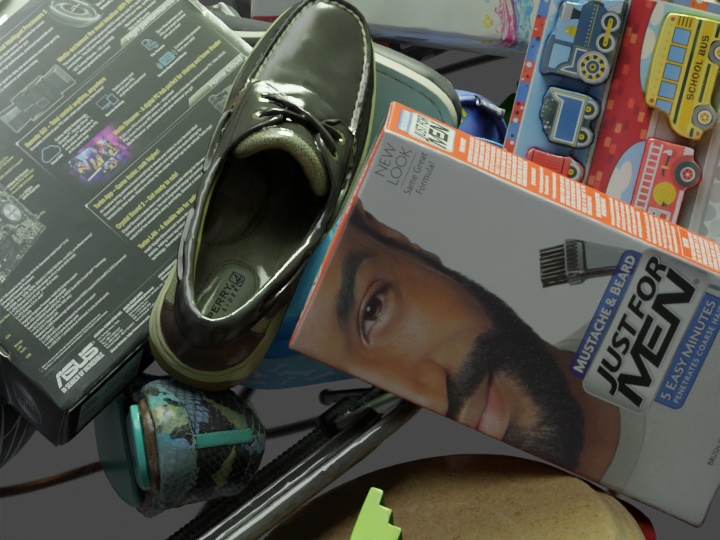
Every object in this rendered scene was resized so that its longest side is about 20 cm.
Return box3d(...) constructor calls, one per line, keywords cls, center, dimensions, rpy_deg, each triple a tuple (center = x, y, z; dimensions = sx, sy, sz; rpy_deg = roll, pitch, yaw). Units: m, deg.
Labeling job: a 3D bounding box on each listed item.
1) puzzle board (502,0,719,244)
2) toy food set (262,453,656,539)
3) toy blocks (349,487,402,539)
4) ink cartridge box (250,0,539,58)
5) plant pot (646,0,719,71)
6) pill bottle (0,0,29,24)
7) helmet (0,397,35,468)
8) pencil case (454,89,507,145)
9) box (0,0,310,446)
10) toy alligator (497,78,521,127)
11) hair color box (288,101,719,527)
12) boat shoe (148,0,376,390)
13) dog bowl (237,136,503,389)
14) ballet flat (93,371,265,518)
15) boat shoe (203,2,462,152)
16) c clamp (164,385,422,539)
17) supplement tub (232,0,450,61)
box3d(cls="puzzle board", center=(0.135, -0.026, 1.281), dimensions=(0.150, 0.201, 0.017), rpy_deg=(14, 1, 6))
box3d(cls="toy food set", center=(0.035, 0.145, 1.201), dimensions=(0.200, 0.049, 0.198), rpy_deg=(11, 38, 40))
box3d(cls="toy blocks", center=(0.033, 0.198, 1.055), dimensions=(0.136, 0.100, 0.200), rpy_deg=(17, 62, 12))
box3d(cls="ink cartridge box", center=(0.057, -0.197, 1.580), dimensions=(0.199, 0.145, 0.145), rpy_deg=(6, 2, -16))
box3d(cls="plant pot", center=(0.186, -0.112, 1.399), dimensions=(0.200, 0.183, 0.201), rpy_deg=(-4, 47, 5))
box3d(cls="pill bottle", center=(-0.217, -0.094, 1.570), dimensions=(0.114, 0.200, 0.114), rpy_deg=(-11, 30, 6))
box3d(cls="helmet", center=(-0.242, 0.026, 1.391), dimensions=(0.199, 0.191, 0.200), rpy_deg=(3, 38, -2))
box3d(cls="pencil case", center=(-0.001, -0.080, 1.568), dimensions=(0.078, 0.087, 0.200), rpy_deg=(-47, 38, -15))
box3d(cls="box", center=(-0.126, -0.041, 1.290), dimensions=(0.160, 0.044, 0.200), rpy_deg=(40, 64, 10))
box3d(cls="toy alligator", center=(0.114, -0.092, 1.567), dimensions=(0.199, 0.054, 0.059), rpy_deg=(6, 35, 32))
box3d(cls="hair color box", center=(0.082, 0.019, 1.232), dimensions=(0.199, 0.111, 0.064), rpy_deg=(23, 15, -2))
box3d(cls="boat shoe", center=(-0.035, -0.043, 1.247), dimensions=(0.072, 0.066, 0.201), rpy_deg=(25, 65, -6))
box3d(cls="dog bowl", center=(0.000, 0.000, 1.342), dimensions=(0.199, 0.050, 0.112), rpy_deg=(-8, 58, -8))
box3d(cls="ballet flat", center=(-0.082, 0.080, 1.309), dimensions=(0.074, 0.074, 0.200), rpy_deg=(-21, 6, -10))
box3d(cls="boat shoe", center=(-0.023, -0.107, 1.459), dimensions=(0.200, 0.073, 0.063), rpy_deg=(13, 40, 35))
box3d(cls="c clamp", center=(-0.042, 0.103, 1.287), dimensions=(0.200, 0.027, 0.171), rpy_deg=(-36, 7, -29))
box3d(cls="supplement tub", center=(0.025, -0.179, 1.704), dimensions=(0.199, 0.107, 0.107), rpy_deg=(-22, 30, -12))
